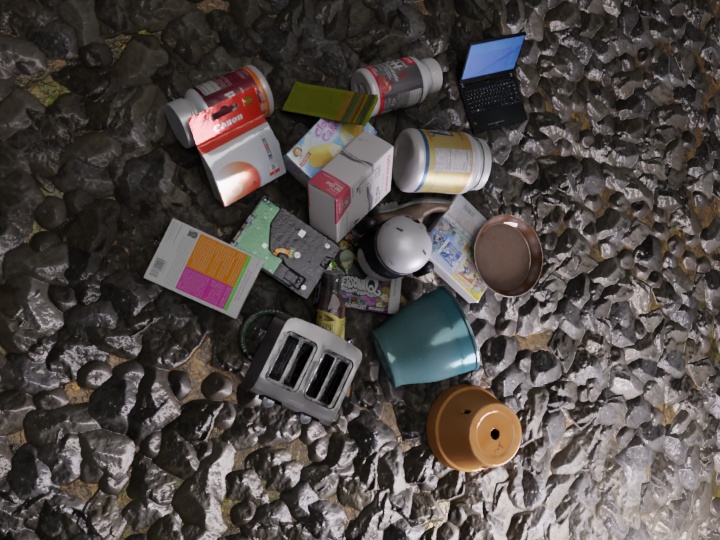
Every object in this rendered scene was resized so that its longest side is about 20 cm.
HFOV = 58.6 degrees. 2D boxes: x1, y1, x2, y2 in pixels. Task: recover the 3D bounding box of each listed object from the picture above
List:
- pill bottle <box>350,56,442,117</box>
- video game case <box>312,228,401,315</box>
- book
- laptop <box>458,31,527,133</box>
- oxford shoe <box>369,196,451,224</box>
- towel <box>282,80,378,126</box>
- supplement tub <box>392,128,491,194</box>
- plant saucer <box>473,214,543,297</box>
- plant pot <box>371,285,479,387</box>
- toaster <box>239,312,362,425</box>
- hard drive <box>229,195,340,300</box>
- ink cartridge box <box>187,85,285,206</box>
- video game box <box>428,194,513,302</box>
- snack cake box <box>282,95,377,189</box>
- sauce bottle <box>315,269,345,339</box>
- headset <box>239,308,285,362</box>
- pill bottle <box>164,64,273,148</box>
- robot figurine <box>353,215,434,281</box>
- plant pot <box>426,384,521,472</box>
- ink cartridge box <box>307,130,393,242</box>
[{"bbox_3d":[0.087,-0.432,1.490,0.200,0.111,0.111,-21,92,-23],"label":"pill bottle"},{"bbox_3d":[0.000,0.000,1.446,0.200,0.036,0.182,11,79,-21],"label":"video game case"},{"bbox_3d":[-0.313,-0.002,1.292,0.200,0.048,0.134,26,83,-5],"label":"book"},{"bbox_3d":[0.348,-0.468,1.603,0.177,0.103,0.200,-18,91,-22],"label":"laptop"},{"bbox_3d":[0.120,-0.125,1.494,0.200,0.073,0.085,-12,91,-11],"label":"oxford shoe"},{"bbox_3d":[-0.067,-0.367,1.405,0.200,0.018,0.086,14,63,16],"label":"towel"},{"bbox_3d":[0.187,-0.251,1.491,0.200,0.145,0.145,-1,84,-23],"label":"supplement tub"},{"bbox_3d":[0.350,-0.035,1.547,0.200,0.034,0.201,2,84,-24],"label":"plant saucer"},{"bbox_3d":[0.132,0.160,1.409,0.188,0.200,0.200,-22,92,-7],"label":"plant pot"},{"bbox_3d":[-0.110,0.187,1.261,0.181,0.119,0.200,29,80,-18],"label":"toaster"},{"bbox_3d":[-0.161,-0.047,1.366,0.200,0.038,0.140,34,77,-6],"label":"hard drive"},{"bbox_3d":[-0.244,-0.250,1.306,0.162,0.200,0.050,-34,52,-22],"label":"ink cartridge box"},{"bbox_3d":[0.250,-0.053,1.549,0.200,0.047,0.182,42,68,-13],"label":"video game box"},{"bbox_3d":[-0.072,-0.276,1.431,0.115,0.067,0.200,44,70,-13],"label":"snack cake box"},{"bbox_3d":[-0.064,0.100,1.367,0.066,0.066,0.200,-3,101,-22],"label":"sauce bottle"},{"bbox_3d":[-0.166,0.172,1.354,0.200,0.094,0.123,45,74,5],"label":"headset"},{"bbox_3d":[-0.290,-0.336,1.324,0.200,0.114,0.114,-31,96,-22],"label":"pill bottle"},{"bbox_3d":[0.069,-0.046,1.352,0.150,0.200,0.125,-4,83,-22],"label":"robot figurine"},{"bbox_3d":[0.270,0.363,1.460,0.200,0.140,0.201,3,82,-22],"label":"plant pot"},{"bbox_3d":[-0.019,-0.182,1.378,0.083,0.147,0.200,32,60,20],"label":"ink cartridge box"}]
